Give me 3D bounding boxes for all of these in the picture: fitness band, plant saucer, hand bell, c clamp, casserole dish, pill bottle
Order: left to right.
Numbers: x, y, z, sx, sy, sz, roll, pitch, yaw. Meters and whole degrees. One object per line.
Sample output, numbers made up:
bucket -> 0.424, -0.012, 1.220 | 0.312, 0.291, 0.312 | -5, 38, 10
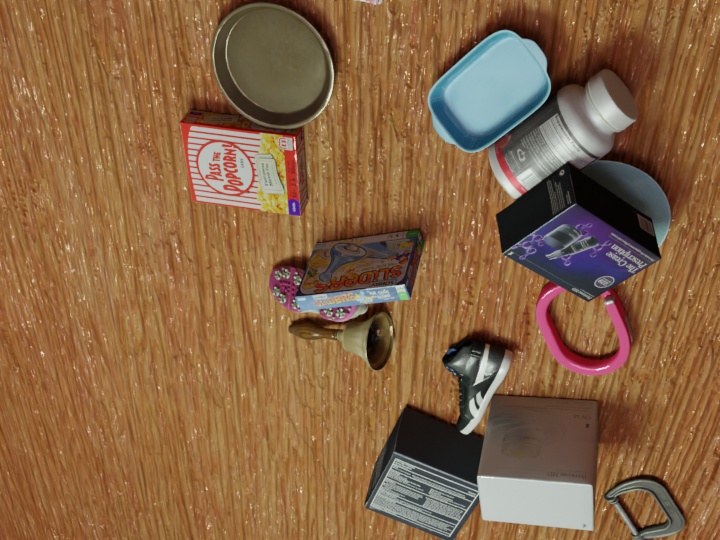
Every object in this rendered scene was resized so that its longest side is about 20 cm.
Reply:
plant saucer -> -0.130, -0.310, 1.373 | 0.196, 0.030, 0.203 | 10, 128, 12
hand bell -> -0.047, 0.118, 1.673 | 0.197, 0.105, 0.105 | 6, 131, 31
casserole dish -> 0.185, -0.256, 1.294 | 0.199, 0.039, 0.122 | -36, 96, 38
pill bottle -> 0.285, -0.189, 1.280 | 0.110, 0.112, 0.199 | 42, 128, -17
fitness band -> 0.375, 0.094, 1.528 | 0.141, 0.038, 0.202 | -14, 121, 28
plant saucer -> 0.367, -0.088, 1.382 | 0.197, 0.039, 0.204 | 10, 130, 12
c clamp -> 0.543, 0.482, 1.789 | 0.168, 0.027, 0.202 | -15, 122, 28

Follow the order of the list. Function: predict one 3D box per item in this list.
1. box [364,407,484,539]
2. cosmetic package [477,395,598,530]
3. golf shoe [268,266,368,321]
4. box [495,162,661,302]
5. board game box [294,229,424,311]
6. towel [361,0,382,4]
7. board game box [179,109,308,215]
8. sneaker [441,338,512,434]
box -> 0.136, 0.404, 1.798 | 0.197, 0.124, 0.200 | 22, 132, -2
cosmetic package -> 0.323, 0.340, 1.633 | 0.195, 0.201, 0.125 | 0, 128, 17
golf shoe -> -0.073, 0.044, 1.612 | 0.197, 0.091, 0.077 | 20, 98, 31
box -> 0.314, -0.049, 1.313 | 0.198, 0.080, 0.141 | 25, 138, -32
board game box -> 0.000, 0.000, 1.511 | 0.196, 0.137, 0.035 | -8, 130, 23
towel -> -0.058, -0.448, 1.241 | 0.196, 0.030, 0.148 | 12, 129, 9
board game box -> -0.188, -0.176, 1.491 | 0.196, 0.047, 0.154 | 8, 129, 12
sneaker -> 0.190, 0.201, 1.659 | 0.110, 0.073, 0.202 | 24, 123, 2
